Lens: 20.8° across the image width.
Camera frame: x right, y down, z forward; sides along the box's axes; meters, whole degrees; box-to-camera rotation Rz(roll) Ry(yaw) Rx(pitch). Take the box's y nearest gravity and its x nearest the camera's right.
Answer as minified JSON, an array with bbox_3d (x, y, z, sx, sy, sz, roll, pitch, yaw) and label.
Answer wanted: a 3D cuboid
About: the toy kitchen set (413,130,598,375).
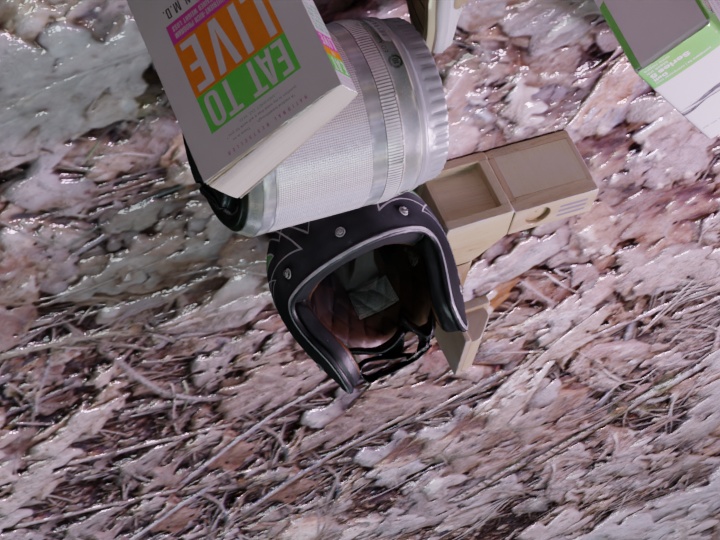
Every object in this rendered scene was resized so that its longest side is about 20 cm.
[{"bbox_3d":[0.150,-0.005,2.054,0.179,0.164,0.201,-16,152,-19],"label":"toy kitchen set"}]

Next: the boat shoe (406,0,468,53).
[{"bbox_3d":[0.078,-0.255,1.649,0.068,0.075,0.201,-14,150,-11],"label":"boat shoe"}]

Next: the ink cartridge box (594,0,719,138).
[{"bbox_3d":[0.290,-0.225,1.806,0.084,0.146,0.200,-34,151,17],"label":"ink cartridge box"}]

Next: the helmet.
[{"bbox_3d":[0.000,0.000,1.905,0.199,0.192,0.200,-27,-168,6],"label":"helmet"}]

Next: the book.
[{"bbox_3d":[-0.093,-0.176,1.501,0.133,0.201,0.048,-37,151,20],"label":"book"}]

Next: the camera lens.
[{"bbox_3d":[-0.043,-0.125,1.679,0.199,0.161,0.160,-16,151,-19],"label":"camera lens"}]
